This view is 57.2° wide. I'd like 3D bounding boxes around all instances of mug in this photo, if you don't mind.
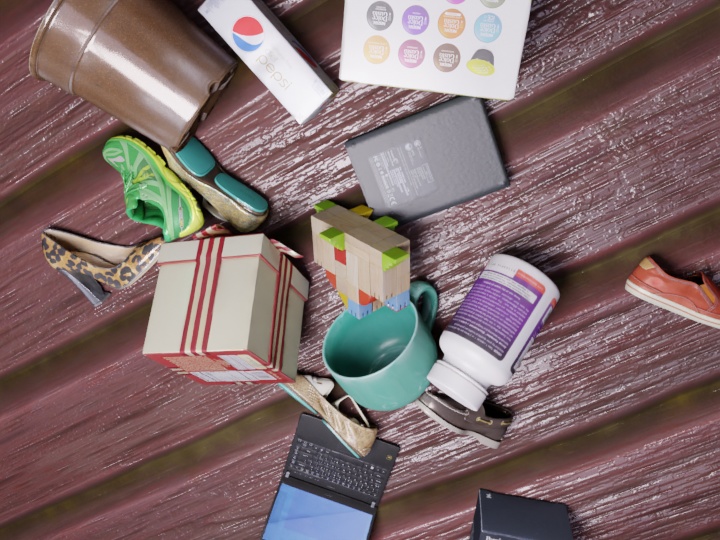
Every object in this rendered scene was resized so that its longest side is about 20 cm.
[{"bbox_3d":[0.050,0.119,0.963,0.184,0.153,0.115,-27,128,8],"label":"mug"}]

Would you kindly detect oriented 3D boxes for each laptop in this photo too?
[{"bbox_3d":[-0.050,0.368,1.087,0.176,0.103,0.201,19,110,1],"label":"laptop"}]

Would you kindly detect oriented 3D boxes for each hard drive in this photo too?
[{"bbox_3d":[0.094,-0.151,0.928,0.199,0.033,0.140,-19,105,14],"label":"hard drive"}]

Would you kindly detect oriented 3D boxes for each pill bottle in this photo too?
[{"bbox_3d":[0.179,0.087,0.914,0.111,0.111,0.201,36,80,-5],"label":"pill bottle"}]

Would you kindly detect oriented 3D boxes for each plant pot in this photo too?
[{"bbox_3d":[-0.282,-0.272,0.863,0.198,0.201,0.201,35,110,-12],"label":"plant pot"}]

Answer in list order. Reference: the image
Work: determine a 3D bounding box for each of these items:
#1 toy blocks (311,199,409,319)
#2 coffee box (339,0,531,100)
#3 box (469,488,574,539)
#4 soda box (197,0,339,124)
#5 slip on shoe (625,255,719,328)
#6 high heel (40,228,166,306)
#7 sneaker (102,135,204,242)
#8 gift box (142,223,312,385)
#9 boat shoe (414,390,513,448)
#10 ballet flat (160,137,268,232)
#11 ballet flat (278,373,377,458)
[{"bbox_3d":[0.000,0.000,0.926,0.199,0.100,0.138,29,133,42],"label":"toy blocks"},{"bbox_3d":[0.094,-0.319,0.782,0.198,0.200,0.199,9,110,5],"label":"coffee box"},{"bbox_3d":[0.252,0.484,1.082,0.147,0.107,0.202,8,109,6],"label":"box"},{"bbox_3d":[-0.119,-0.295,0.890,0.064,0.068,0.200,-39,99,18],"label":"soda box"},{"bbox_3d":[0.475,0.035,0.921,0.199,0.074,0.062,21,107,6],"label":"slip on shoe"},{"bbox_3d":[-0.396,-0.038,1.011,0.199,0.072,0.143,-29,109,25],"label":"high heel"},{"bbox_3d":[-0.310,-0.119,0.942,0.200,0.083,0.074,42,154,17],"label":"sneaker"},{"bbox_3d":[-0.166,0.052,0.933,0.198,0.185,0.188,-3,65,13],"label":"gift box"},{"bbox_3d":[0.159,0.211,0.988,0.199,0.072,0.060,30,97,-38],"label":"boat shoe"},{"bbox_3d":[-0.226,-0.128,0.967,0.200,0.071,0.071,40,109,-6],"label":"ballet flat"},{"bbox_3d":[-0.051,0.215,1.064,0.200,0.070,0.065,44,80,-8],"label":"ballet flat"}]
